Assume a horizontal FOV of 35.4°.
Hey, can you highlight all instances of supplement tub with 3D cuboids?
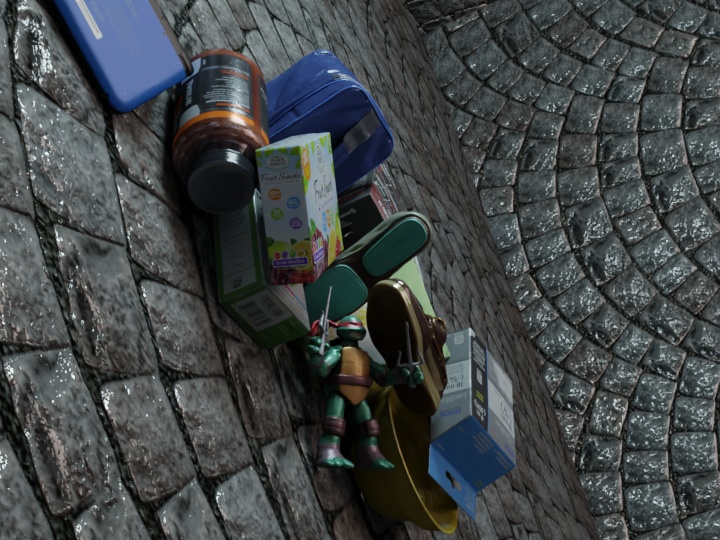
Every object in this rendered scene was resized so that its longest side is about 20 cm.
[{"bbox_3d":[-0.153,-0.151,1.240,0.107,0.107,0.200,56,17,-39],"label":"supplement tub"}]

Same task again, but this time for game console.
[{"bbox_3d":[-0.271,-0.268,1.169,0.171,0.118,0.200,-42,111,-43],"label":"game console"}]

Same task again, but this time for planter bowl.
[{"bbox_3d":[0.042,0.242,1.395,0.201,0.083,0.200,60,15,-29],"label":"planter bowl"}]

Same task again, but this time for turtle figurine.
[{"bbox_3d":[-0.005,0.124,1.281,0.101,0.150,0.200,164,-71,-65],"label":"turtle figurine"}]

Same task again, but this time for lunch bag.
[{"bbox_3d":[-0.069,-0.163,1.415,0.136,0.200,0.132,53,1,-39],"label":"lunch bag"}]

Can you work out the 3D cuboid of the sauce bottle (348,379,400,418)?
[{"bbox_3d":[0.022,0.174,1.481,0.200,0.065,0.065,54,19,-50],"label":"sauce bottle"}]

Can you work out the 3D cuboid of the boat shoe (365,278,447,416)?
[{"bbox_3d":[0.065,0.080,1.332,0.072,0.072,0.200,-48,131,-35],"label":"boat shoe"}]

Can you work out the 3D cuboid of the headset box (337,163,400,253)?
[{"bbox_3d":[-0.030,-0.066,1.487,0.075,0.149,0.200,61,15,-18],"label":"headset box"}]

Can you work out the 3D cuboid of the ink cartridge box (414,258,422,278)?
[{"bbox_3d":[0.041,-0.026,1.717,0.200,0.047,0.160,48,25,-57],"label":"ink cartridge box"}]

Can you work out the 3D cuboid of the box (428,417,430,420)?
[{"bbox_3d":[0.075,0.126,1.604,0.200,0.046,0.159,159,-85,-80],"label":"box"}]

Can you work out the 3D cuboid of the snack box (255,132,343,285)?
[{"bbox_3d":[-0.063,-0.073,1.234,0.200,0.053,0.142,-58,141,-77],"label":"snack box"}]

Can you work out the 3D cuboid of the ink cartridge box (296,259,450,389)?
[{"bbox_3d":[0.013,0.055,1.401,0.048,0.200,0.146,-49,-124,58],"label":"ink cartridge box"}]

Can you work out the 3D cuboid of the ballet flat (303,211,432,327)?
[{"bbox_3d":[0.000,0.000,1.348,0.067,0.200,0.064,54,1,-10],"label":"ballet flat"}]

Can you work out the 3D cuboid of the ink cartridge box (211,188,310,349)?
[{"bbox_3d":[-0.116,-0.023,1.270,0.104,0.059,0.200,52,20,-47],"label":"ink cartridge box"}]

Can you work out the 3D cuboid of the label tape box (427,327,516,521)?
[{"bbox_3d":[0.146,0.198,1.455,0.144,0.063,0.200,50,33,-42],"label":"label tape box"}]
